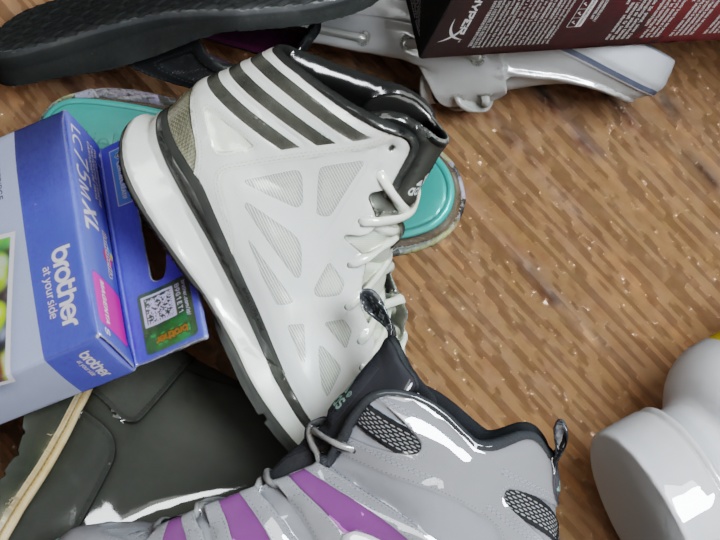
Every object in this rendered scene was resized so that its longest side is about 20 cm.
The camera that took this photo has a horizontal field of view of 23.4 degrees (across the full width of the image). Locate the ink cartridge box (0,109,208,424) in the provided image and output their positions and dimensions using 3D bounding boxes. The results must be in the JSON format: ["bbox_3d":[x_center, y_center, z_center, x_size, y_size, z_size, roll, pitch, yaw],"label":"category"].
[{"bbox_3d":[-0.168,0.010,0.732,0.199,0.042,0.120,-20,57,9],"label":"ink cartridge box"}]

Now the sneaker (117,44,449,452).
[{"bbox_3d":[0.000,0.000,0.702,0.115,0.076,0.201,-29,102,23],"label":"sneaker"}]

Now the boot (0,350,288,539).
[{"bbox_3d":[-0.090,0.123,0.727,0.138,0.077,0.201,19,70,-2],"label":"boot"}]

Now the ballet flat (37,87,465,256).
[{"bbox_3d":[-0.047,-0.043,0.787,0.199,0.072,0.072,10,69,12],"label":"ballet flat"}]

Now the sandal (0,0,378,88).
[{"bbox_3d":[-0.076,-0.110,0.801,0.200,0.048,0.075,-7,32,23],"label":"sandal"}]

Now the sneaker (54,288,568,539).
[{"bbox_3d":[-0.017,0.075,0.668,0.199,0.078,0.141,6,90,1],"label":"sneaker"}]

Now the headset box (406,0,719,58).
[{"bbox_3d":[0.113,-0.181,0.771,0.199,0.075,0.149,-5,70,-17],"label":"headset box"}]

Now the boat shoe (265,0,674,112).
[{"bbox_3d":[0.047,-0.108,0.830,0.199,0.074,0.066,19,99,11],"label":"boat shoe"}]

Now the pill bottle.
[{"bbox_3d":[0.205,0.063,0.746,0.199,0.113,0.113,-26,73,-12],"label":"pill bottle"}]
